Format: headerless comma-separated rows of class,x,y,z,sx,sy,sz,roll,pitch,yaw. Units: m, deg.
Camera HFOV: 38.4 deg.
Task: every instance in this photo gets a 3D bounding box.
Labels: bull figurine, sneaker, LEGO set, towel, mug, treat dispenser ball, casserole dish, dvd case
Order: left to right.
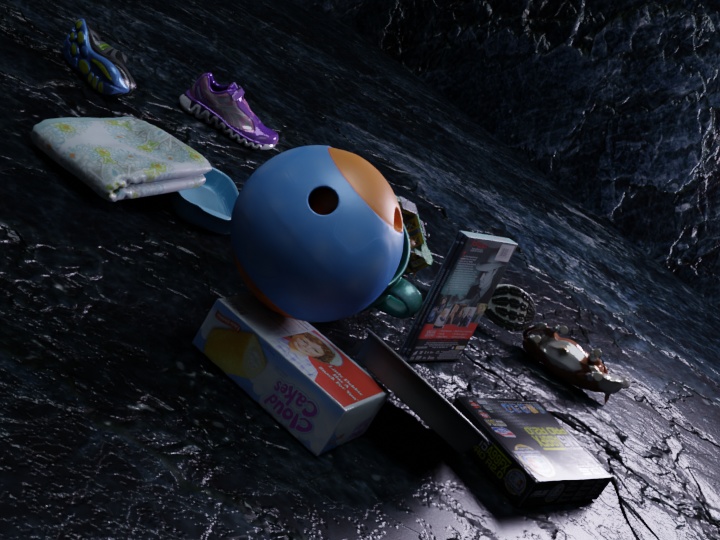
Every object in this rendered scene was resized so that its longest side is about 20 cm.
sneaker,-0.453,-0.364,1.798,0.082,0.071,0.200,14,30,-54
towel,-0.329,-0.161,1.439,0.171,0.048,0.199,32,28,27
casserole dish,-0.237,-0.112,1.534,0.120,0.039,0.200,22,22,-28
sneaker,-0.237,-0.302,1.939,0.199,0.089,0.081,30,17,-9
treat dispenser ball,-0.049,-0.042,1.183,0.200,0.202,0.201,28,19,-10
mug,-0.011,-0.003,1.465,0.151,0.115,0.186,-9,68,-19
LEGO set,0.022,-0.057,1.714,0.200,0.115,0.155,6,64,-61
dvd case,0.142,0.041,1.488,0.022,0.201,0.145,36,19,33
sneaker,0.208,0.046,1.774,0.198,0.078,0.089,18,5,-16
bull figurine,0.360,0.153,1.733,0.199,0.065,0.122,28,-16,11

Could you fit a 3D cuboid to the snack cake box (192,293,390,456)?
snack cake box,-0.078,0.111,1.173,0.200,0.067,0.115,39,18,19

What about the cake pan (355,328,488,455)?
cake pan,0.069,0.150,1.243,0.200,0.037,0.200,43,-4,3

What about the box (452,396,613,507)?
box,0.222,0.236,1.362,0.199,0.044,0.160,10,28,-47
